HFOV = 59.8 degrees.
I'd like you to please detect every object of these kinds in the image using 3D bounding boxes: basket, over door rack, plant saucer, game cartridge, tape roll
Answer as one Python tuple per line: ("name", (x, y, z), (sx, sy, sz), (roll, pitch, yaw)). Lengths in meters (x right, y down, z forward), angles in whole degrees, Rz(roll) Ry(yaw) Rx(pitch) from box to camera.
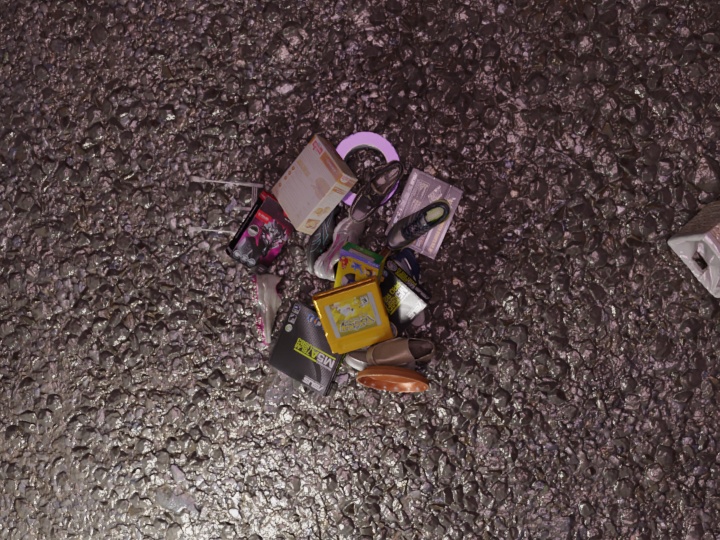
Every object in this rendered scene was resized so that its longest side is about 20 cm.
("basket", (0.923, -0.057, 1.566), (0.160, 0.200, 0.199), (-42, 88, 0))
("over door rack", (-0.372, -0.178, 1.740), (0.194, 0.066, 0.153), (4, 93, -16))
("plant saucer", (0.087, 0.287, 1.661), (0.193, 0.201, 0.033), (5, 69, 5))
("game cartridge", (-0.016, 0.121, 1.612), (0.171, 0.033, 0.204), (-17, 125, 2))
("tape roll", (0.014, -0.270, 1.709), (0.193, 0.066, 0.207), (0, 93, 6))

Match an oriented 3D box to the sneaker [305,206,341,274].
("sneaker", (-0.104, -0.088, 1.722), (0.077, 0.075, 0.207), (10, 93, 3))

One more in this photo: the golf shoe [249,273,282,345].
("golf shoe", (-0.254, 0.107, 1.746), (0.089, 0.075, 0.207), (-11, 109, -26))

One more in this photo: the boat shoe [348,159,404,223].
("boat shoe", (0.040, -0.210, 1.643), (0.072, 0.065, 0.200), (44, 96, 2))

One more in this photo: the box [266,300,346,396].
("box", (-0.138, 0.214, 1.734), (0.196, 0.047, 0.198), (26, 93, 17))

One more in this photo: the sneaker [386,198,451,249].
("sneaker", (0.150, -0.124, 1.643), (0.197, 0.081, 0.075), (-35, 89, 6))

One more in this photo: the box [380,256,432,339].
("box", (0.077, 0.085, 1.672), (0.160, 0.044, 0.201), (42, 132, 4))

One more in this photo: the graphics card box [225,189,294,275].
("graphics card box", (-0.267, -0.101, 1.719), (0.124, 0.051, 0.202), (32, 96, -36))

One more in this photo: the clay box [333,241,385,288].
("clay box", (-0.009, 0.038, 1.633), (0.112, 0.048, 0.205), (22, 125, 15))

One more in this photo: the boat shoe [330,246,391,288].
("boat shoe", (0.000, 0.000, 1.716), (0.199, 0.072, 0.068), (-42, 89, 9))

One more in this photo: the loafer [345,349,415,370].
("loafer", (0.056, 0.241, 1.716), (0.193, 0.071, 0.071), (8, 124, -2))

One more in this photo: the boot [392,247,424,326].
("boot", (0.142, 0.044, 1.704), (0.071, 0.090, 0.204), (0, 121, 45))

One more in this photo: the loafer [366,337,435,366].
("loafer", (0.111, 0.211, 1.658), (0.194, 0.069, 0.078), (-10, 72, -13))

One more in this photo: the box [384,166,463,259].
("box", (0.172, -0.155, 1.705), (0.155, 0.048, 0.205), (24, 95, 3))

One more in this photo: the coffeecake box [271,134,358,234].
("coffeecake box", (-0.124, -0.226, 1.661), (0.200, 0.072, 0.155), (-46, 61, 20))

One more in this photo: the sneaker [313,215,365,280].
("sneaker", (-0.040, -0.053, 1.694), (0.088, 0.081, 0.203), (33, 94, 45))
